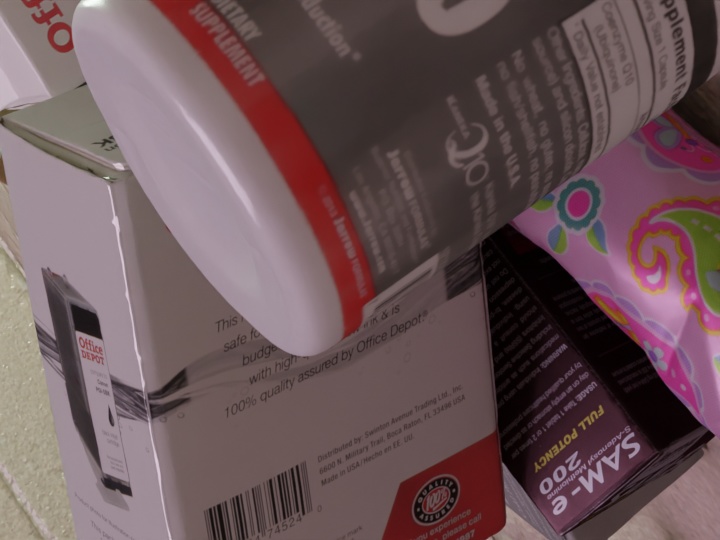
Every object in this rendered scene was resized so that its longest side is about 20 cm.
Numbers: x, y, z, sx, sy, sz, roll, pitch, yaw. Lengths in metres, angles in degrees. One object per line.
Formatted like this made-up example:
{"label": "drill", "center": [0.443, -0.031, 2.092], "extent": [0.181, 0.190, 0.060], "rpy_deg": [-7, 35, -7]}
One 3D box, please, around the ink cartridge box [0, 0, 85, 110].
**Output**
{"label": "ink cartridge box", "center": [-0.107, -0.157, 0.921], "extent": [0.129, 0.200, 0.125], "rpy_deg": [57, 167, -11]}

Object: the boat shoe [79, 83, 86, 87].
{"label": "boat shoe", "center": [-0.058, -0.082, 1.055], "extent": [0.199, 0.070, 0.067], "rpy_deg": [9, 116, 19]}

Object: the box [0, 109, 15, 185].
{"label": "box", "center": [-0.110, -0.027, 1.139], "extent": [0.200, 0.021, 0.164], "rpy_deg": [34, -173, -24]}

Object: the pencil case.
{"label": "pencil case", "center": [0.104, -0.017, 0.787], "extent": [0.200, 0.087, 0.088], "rpy_deg": [45, 164, 34]}

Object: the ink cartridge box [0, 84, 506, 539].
{"label": "ink cartridge box", "center": [-0.034, 0.022, 0.806], "extent": [0.083, 0.146, 0.201], "rpy_deg": [25, 130, 47]}

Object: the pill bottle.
{"label": "pill bottle", "center": [0.032, -0.077, 0.622], "extent": [0.114, 0.199, 0.114], "rpy_deg": [50, 166, 18]}

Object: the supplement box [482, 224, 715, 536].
{"label": "supplement box", "center": [0.060, -0.002, 0.903], "extent": [0.200, 0.061, 0.109], "rpy_deg": [52, -150, 13]}

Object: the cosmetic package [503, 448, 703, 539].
{"label": "cosmetic package", "center": [0.059, 0.037, 1.062], "extent": [0.200, 0.090, 0.107], "rpy_deg": [30, 154, 55]}
